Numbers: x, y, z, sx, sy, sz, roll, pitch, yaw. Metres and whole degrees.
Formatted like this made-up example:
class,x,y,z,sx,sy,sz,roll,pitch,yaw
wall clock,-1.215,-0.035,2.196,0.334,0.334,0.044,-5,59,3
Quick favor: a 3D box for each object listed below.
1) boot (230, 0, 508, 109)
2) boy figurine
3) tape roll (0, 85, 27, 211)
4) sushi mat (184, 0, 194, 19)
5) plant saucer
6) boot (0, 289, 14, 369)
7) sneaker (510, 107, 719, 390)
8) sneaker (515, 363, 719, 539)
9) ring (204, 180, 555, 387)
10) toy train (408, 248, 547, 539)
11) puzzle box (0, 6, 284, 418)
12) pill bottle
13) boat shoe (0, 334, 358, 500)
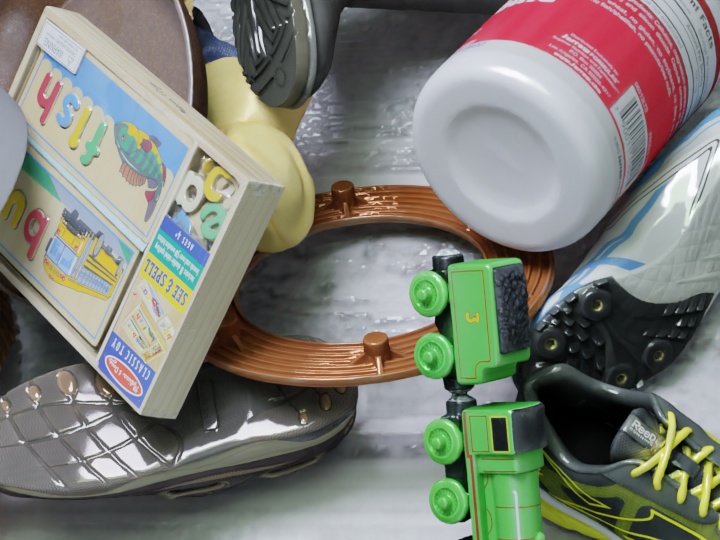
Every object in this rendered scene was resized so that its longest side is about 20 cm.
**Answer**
class,x,y,z,sx,sy,sz,roll,pitch,yaw
boot,0.029,-0.152,1.413,0.199,0.073,0.182,9,51,-26
boy figurine,-0.073,-0.079,1.404,0.124,0.065,0.200,-31,37,-9
tape roll,-0.267,-0.038,1.330,0.200,0.066,0.201,-27,35,21
sushi mat,-0.161,-0.117,1.460,0.200,0.012,0.096,-25,48,38
plant saucer,-0.144,-0.078,1.382,0.200,0.034,0.201,-10,76,43
boot,-0.246,0.054,1.393,0.107,0.075,0.200,-22,42,22
sneaker,0.149,-0.006,1.339,0.200,0.072,0.072,-45,23,-9
sneaker,0.151,0.109,1.240,0.200,0.085,0.075,21,65,26
ring,0.000,0.000,1.342,0.200,0.019,0.201,-7,30,4
toy train,0.061,0.089,1.238,0.056,0.042,0.201,-3,95,37
puzzle box,-0.127,-0.032,1.315,0.200,0.025,0.133,40,111,42
pill bottle,0.121,-0.106,1.355,0.112,0.113,0.200,19,43,25
boat shoe,-0.097,0.090,1.327,0.199,0.073,0.075,-7,57,3
